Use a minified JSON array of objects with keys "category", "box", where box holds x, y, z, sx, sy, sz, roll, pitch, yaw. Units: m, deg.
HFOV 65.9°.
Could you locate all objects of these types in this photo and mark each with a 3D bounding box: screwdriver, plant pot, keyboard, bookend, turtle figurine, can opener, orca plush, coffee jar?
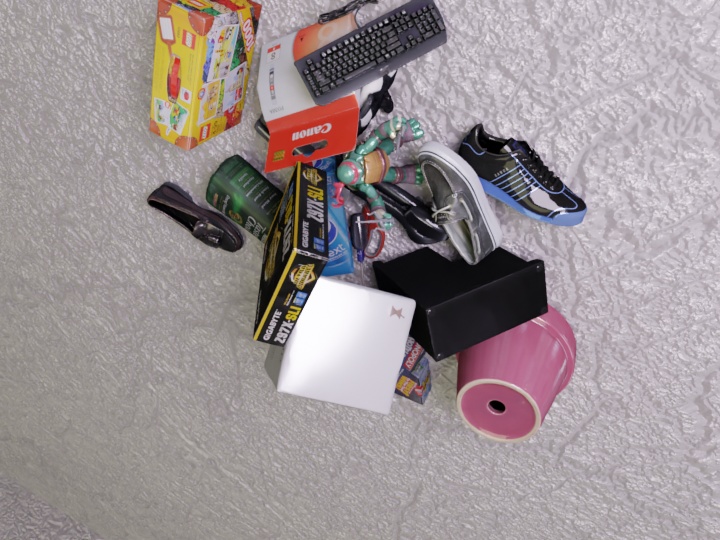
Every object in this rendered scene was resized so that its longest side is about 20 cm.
[{"category":"screwdriver","box":[0.000,0.000,0.958,0.029,0.028,0.201,15,113,42]},{"category":"plant pot","box":[0.237,0.166,0.894,0.199,0.179,0.201,13,126,19]},{"category":"keyboard","box":[0.005,-0.309,0.728,0.199,0.021,0.127,-28,77,-1]},{"category":"bookend","box":[0.151,0.025,0.885,0.200,0.198,0.092,-138,30,-59]},{"category":"turtle figurine","box":[0.027,-0.146,0.774,0.100,0.200,0.150,22,122,22]},{"category":"can opener","box":[0.058,-0.109,0.879,0.200,0.063,0.079,35,149,5]},{"category":"orca plush","box":[0.017,-0.232,0.814,0.071,0.105,0.201,10,120,-22]},{"category":"can opener","box":[-0.095,-0.176,0.910,0.200,0.067,0.053,47,141,-9]},{"category":"coffee jar","box":[-0.169,-0.104,0.974,0.200,0.085,0.104,38,147,0]}]

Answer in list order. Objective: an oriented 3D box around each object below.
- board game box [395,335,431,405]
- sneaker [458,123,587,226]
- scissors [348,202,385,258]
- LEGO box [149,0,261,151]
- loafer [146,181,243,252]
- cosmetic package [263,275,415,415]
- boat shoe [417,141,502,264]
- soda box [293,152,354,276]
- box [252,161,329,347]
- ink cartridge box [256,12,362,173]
[{"category":"board game box","box":[0.063,0.151,1.042,0.199,0.062,0.200,32,128,7]},{"category":"sneaker","box":[0.229,-0.133,0.773,0.199,0.070,0.078,27,136,10]},{"category":"scissors","box":[0.024,-0.107,0.930,0.073,0.014,0.200,27,127,11]},{"category":"LEGO box","box":[-0.236,-0.307,0.840,0.077,0.149,0.200,28,129,7]},{"category":"loafer","box":[-0.322,-0.092,1.077,0.200,0.063,0.072,36,129,1]},{"category":"cosmetic package","box":[-0.040,0.101,0.843,0.166,0.200,0.168,15,86,-14]},{"category":"boat shoe","box":[0.138,-0.090,0.794,0.200,0.071,0.072,50,157,-24]},{"category":"soda box","box":[-0.055,-0.085,0.875,0.064,0.068,0.200,-9,133,3]},{"category":"box","box":[-0.092,-0.026,0.741,0.049,0.200,0.160,18,128,-18]},{"category":"ink cartridge box","box":[-0.078,-0.250,0.784,0.162,0.201,0.050,-7,157,30]}]
